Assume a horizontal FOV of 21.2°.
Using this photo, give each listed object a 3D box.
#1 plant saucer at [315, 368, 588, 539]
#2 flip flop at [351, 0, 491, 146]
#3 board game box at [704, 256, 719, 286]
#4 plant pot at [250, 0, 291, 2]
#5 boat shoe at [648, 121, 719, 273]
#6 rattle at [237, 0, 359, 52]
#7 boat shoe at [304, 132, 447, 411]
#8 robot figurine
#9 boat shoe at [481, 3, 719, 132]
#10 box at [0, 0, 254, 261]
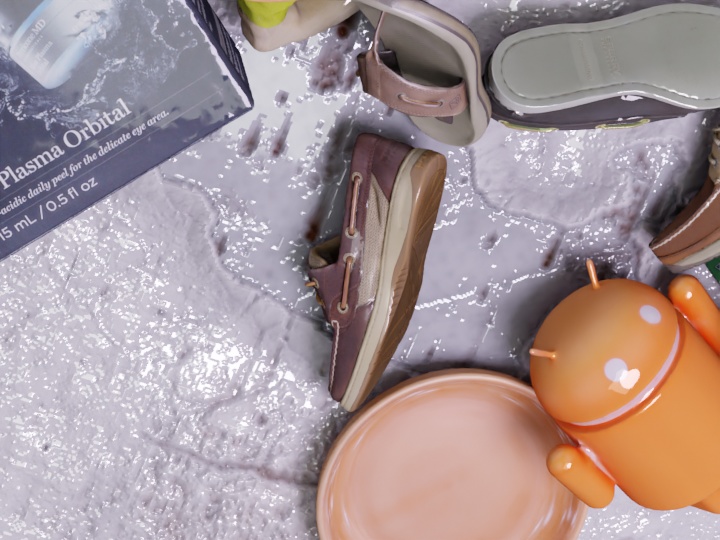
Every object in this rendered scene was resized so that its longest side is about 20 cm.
[{"bbox_3d":[0.065,0.157,1.375,0.199,0.037,0.201,-4,115,-8],"label":"plant saucer"},{"bbox_3d":[0.031,-0.119,1.181,0.058,0.081,0.200,-58,158,-13],"label":"flip flop"},{"bbox_3d":[0.344,0.026,1.350,0.134,0.029,0.200,-36,125,6],"label":"board game box"},{"bbox_3d":[-0.075,-0.245,1.020,0.199,0.140,0.201,-5,101,-28],"label":"plant pot"},{"bbox_3d":[0.271,-0.081,1.292,0.200,0.076,0.074,-40,92,15],"label":"boat shoe"},{"bbox_3d":[-0.012,-0.234,1.193,0.200,0.143,0.130,-35,148,-10],"label":"rattle"},{"bbox_3d":[0.000,0.000,1.287,0.072,0.072,0.201,22,123,14],"label":"boat shoe"},{"bbox_3d":[0.193,0.087,1.319,0.144,0.117,0.200,-34,119,20],"label":"robot figurine"},{"bbox_3d":[0.175,-0.130,1.257,0.200,0.061,0.072,-4,76,-12],"label":"boat shoe"},{"bbox_3d":[-0.199,-0.143,1.153,0.196,0.118,0.200,-31,114,5],"label":"box"}]
